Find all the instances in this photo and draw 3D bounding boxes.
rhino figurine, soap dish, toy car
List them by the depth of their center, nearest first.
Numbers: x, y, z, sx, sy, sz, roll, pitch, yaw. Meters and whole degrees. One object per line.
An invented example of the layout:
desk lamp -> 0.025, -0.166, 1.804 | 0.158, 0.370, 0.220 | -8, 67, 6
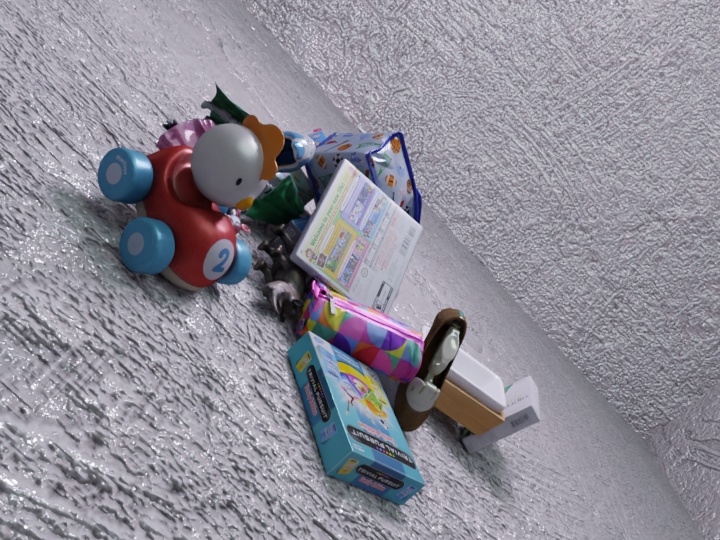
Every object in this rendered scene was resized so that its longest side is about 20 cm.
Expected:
toy car -> -0.166, -0.094, 0.849 | 0.183, 0.198, 0.180 | 11, 53, -62
rhino figurine -> -0.113, 0.010, 1.068 | 0.088, 0.059, 0.201 | 52, 15, -22
soap dish -> 0.163, 0.197, 1.290 | 0.198, 0.082, 0.157 | 34, 15, -1

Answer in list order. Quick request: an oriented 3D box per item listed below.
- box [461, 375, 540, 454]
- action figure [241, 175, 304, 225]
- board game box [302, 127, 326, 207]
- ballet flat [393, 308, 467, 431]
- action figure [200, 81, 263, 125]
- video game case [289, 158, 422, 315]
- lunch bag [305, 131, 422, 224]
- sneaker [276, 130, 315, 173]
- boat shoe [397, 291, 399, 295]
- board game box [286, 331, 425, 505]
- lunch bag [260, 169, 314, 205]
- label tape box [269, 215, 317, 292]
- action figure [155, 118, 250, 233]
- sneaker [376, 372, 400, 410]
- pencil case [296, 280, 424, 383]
box -> 0.265, 0.266, 1.349 | 0.037, 0.142, 0.200 | 61, 14, 1
action figure -> -0.143, -0.114, 1.223 | 0.056, 0.116, 0.200 | 65, 8, 13
board game box -> -0.068, -0.163, 1.442 | 0.201, 0.055, 0.200 | -116, -170, -65
ballet flat -> 0.110, 0.150, 1.084 | 0.067, 0.203, 0.072 | 30, -7, -8
action figure -> -0.196, -0.230, 1.265 | 0.198, 0.119, 0.055 | 32, 43, 10
video game case -> 0.000, -0.044, 1.122 | 0.181, 0.022, 0.202 | 38, 56, -20
lunch bag -> 0.013, -0.137, 1.274 | 0.168, 0.123, 0.204 | 9, -54, 44
sneaker -> -0.171, -0.190, 1.190 | 0.072, 0.196, 0.074 | -22, 103, -65
boat shoe -> 0.027, -0.012, 1.537 | 0.200, 0.072, 0.065 | 47, 17, 31
board game box -> -0.008, 0.190, 0.937 | 0.150, 0.047, 0.201 | 36, 19, -40
lunch bag -> -0.186, -0.205, 1.384 | 0.202, 0.077, 0.160 | 56, 17, 27
label tape box -> -0.056, 0.003, 1.250 | 0.201, 0.063, 0.144 | 50, 15, 3
action figure -> -0.230, -0.123, 1.068 | 0.203, 0.132, 0.149 | 62, -27, 7
sneaker -> 0.039, 0.140, 1.148 | 0.200, 0.080, 0.070 | 46, 16, -3
pencil case -> 0.000, 0.091, 1.050 | 0.197, 0.089, 0.089 | 26, 20, -13
